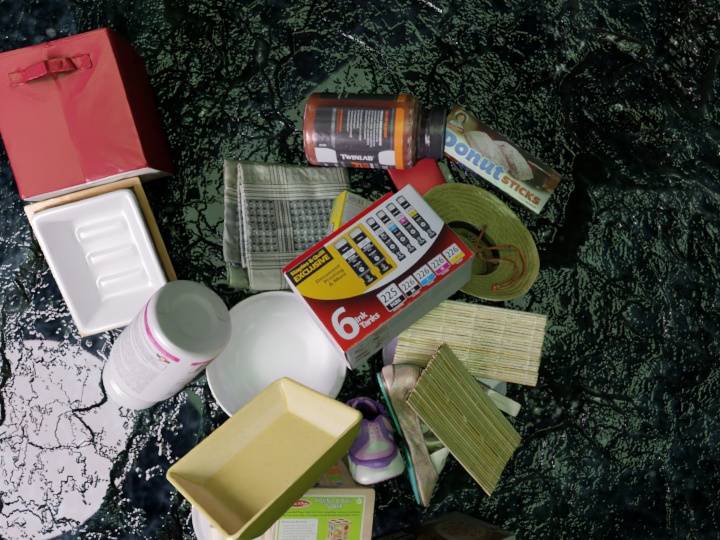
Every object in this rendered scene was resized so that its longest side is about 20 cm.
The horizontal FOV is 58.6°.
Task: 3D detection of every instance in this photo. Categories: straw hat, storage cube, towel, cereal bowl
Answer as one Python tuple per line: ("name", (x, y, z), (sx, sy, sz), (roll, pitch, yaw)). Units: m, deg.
("straw hat", (0.153, -0.023, 0.942), (0.200, 0.085, 0.202), (9, 59, -15))
("storage cube", (-0.374, -0.202, 0.882), (0.170, 0.200, 0.181), (-15, 95, -4))
("towel", (-0.101, -0.067, 0.931), (0.199, 0.035, 0.194), (-1, 80, -20))
("cereal bowl", (-0.118, 0.128, 0.935), (0.199, 0.083, 0.202), (0, 88, -2))

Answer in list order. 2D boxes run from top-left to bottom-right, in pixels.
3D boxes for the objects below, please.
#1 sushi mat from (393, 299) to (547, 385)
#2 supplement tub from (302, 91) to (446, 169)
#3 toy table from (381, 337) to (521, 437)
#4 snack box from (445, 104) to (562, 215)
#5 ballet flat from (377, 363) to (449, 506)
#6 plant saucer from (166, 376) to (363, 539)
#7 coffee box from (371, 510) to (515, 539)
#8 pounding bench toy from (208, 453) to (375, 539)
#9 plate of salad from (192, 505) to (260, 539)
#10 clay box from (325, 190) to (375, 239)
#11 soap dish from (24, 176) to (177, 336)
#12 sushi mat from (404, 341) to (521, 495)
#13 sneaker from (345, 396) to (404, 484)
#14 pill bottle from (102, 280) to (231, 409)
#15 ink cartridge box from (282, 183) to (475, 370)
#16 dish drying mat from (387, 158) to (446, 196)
("sushi mat", (0.149, 0.093, 0.859), (0.199, 0.012, 0.096), (9, 85, -3))
("supplement tub", (0.023, -0.200, 0.925), (0.199, 0.107, 0.108), (4, 88, 10))
("toy table", (0.129, 0.151, 0.930), (0.199, 0.117, 0.185), (15, 88, -3))
("snack box", (0.208, -0.169, 0.989), (0.199, 0.024, 0.072), (34, 88, -1))
("ballet flat", (0.080, 0.212, 0.834), (0.067, 0.068, 0.201), (-17, 104, 0))
("plant saucer", (-0.112, 0.229, 0.781), (0.200, 0.199, 0.049), (-39, 116, -26))
("coffee box", (0.107, 0.400, 0.872), (0.199, 0.114, 0.080), (4, 88, -41))
("pounding bench toy", (-0.100, 0.319, 0.845), (0.199, 0.156, 0.125), (4, 92, -14))
("plate of salad", (-0.144, 0.341, 0.940), (0.199, 0.048, 0.202), (0, 92, -14))
("clay box", (0.000, 0.000, 0.917), (0.114, 0.048, 0.201), (20, 68, -22))
("soap dish", (-0.350, -0.021, 0.903), (0.156, 0.081, 0.201), (-15, 111, -2))
("sushi mat", (0.137, 0.193, 0.832), (0.200, 0.012, 0.096), (50, 64, -21))
("sneaker", (0.002, 0.210, 0.878), (0.080, 0.200, 0.089), (-13, 98, -13))
("pill bottle", (-0.268, 0.108, 0.869), (0.114, 0.113, 0.200), (50, 129, 0))
("ink cartridge box", (0.013, -0.008, 0.821), (0.200, 0.084, 0.176), (-36, 68, -9))
("dish drying mat", (0.086, -0.145, 0.987), (0.076, 0.018, 0.201), (-25, 89, -2))
